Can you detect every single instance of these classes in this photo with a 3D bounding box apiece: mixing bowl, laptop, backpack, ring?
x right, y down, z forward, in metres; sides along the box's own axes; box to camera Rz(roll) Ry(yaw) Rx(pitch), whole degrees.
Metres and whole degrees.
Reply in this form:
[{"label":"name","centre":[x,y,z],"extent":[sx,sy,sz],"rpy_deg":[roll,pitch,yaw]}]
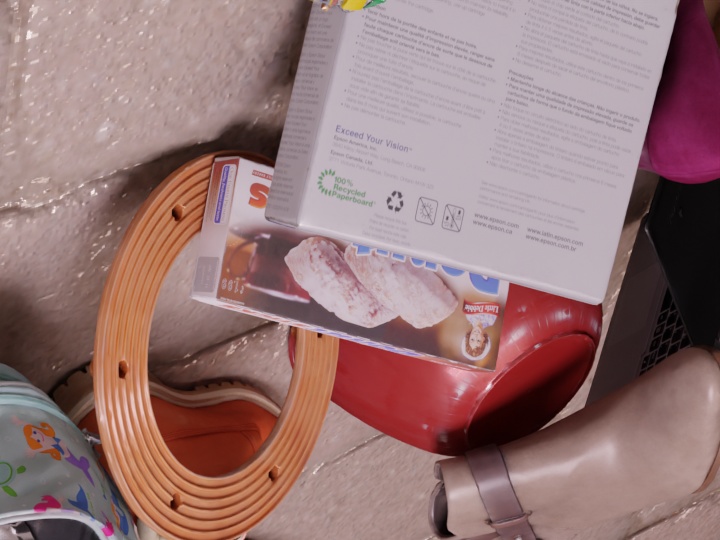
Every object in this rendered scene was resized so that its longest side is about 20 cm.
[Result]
[{"label":"mixing bowl","centre":[0.069,0.035,1.257],"extent":[0.200,0.108,0.201],"rpy_deg":[-30,149,-21]},{"label":"laptop","centre":[0.171,-0.027,1.267],"extent":[0.200,0.116,0.188],"rpy_deg":[-35,-153,50]},{"label":"backpack","centre":[-0.197,0.133,1.017],"extent":[0.177,0.151,0.200],"rpy_deg":[-24,155,-2]},{"label":"ring","centre":[-0.073,0.039,1.083],"extent":[0.200,0.019,0.202],"rpy_deg":[-13,106,-56]}]

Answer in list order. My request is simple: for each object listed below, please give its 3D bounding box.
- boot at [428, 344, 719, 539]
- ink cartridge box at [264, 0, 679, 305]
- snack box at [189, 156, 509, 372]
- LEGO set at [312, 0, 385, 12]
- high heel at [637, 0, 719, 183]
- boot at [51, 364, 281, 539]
[{"label":"boot","centre":[0.115,0.107,1.200],"extent":[0.145,0.071,0.200],"rpy_deg":[-8,151,-12]},{"label":"ink cartridge box","centre":[0.062,-0.099,1.043],"extent":[0.199,0.041,0.201],"rpy_deg":[14,92,-35]},{"label":"snack box","centre":[0.000,0.000,1.107],"extent":[0.199,0.024,0.072],"rpy_deg":[16,80,-41]},{"label":"LEGO set","centre":[0.003,-0.171,0.869],"extent":[0.154,0.116,0.200],"rpy_deg":[-42,145,4]},{"label":"high heel","centre":[0.200,-0.131,1.135],"extent":[0.067,0.096,0.201],"rpy_deg":[42,66,-44]},{"label":"boot","centre":[-0.084,0.117,1.189],"extent":[0.075,0.107,0.200],"rpy_deg":[-51,151,15]}]
